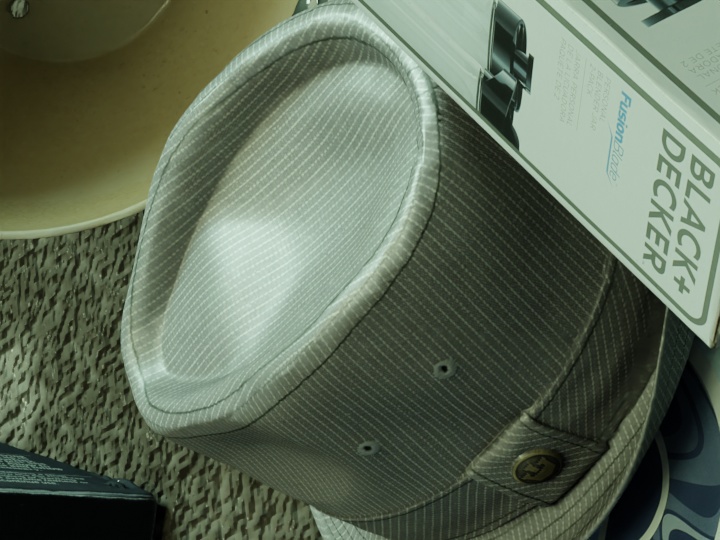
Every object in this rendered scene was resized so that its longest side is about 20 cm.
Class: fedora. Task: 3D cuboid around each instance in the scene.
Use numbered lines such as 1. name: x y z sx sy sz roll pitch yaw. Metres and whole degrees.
1. fedora: 0.000 0.000 0.724 0.200 0.090 0.177 -41 52 43

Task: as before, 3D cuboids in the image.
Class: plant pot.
1. plant pot: -0.108 -0.116 0.917 0.134 0.200 0.200 -74 -4 -84

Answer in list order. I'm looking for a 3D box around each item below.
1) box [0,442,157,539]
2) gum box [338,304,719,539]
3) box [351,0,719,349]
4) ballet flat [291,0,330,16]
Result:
1. box: -0.174 0.134 1.010 0.200 0.104 0.148 8 91 54
2. gum box: 0.062 0.051 0.744 0.170 0.045 0.200 16 98 54
3. box: 0.064 -0.085 0.656 0.200 0.117 0.060 45 149 30
4. ballet flat: 0.000 -0.042 0.831 0.057 0.066 0.200 45 120 44
